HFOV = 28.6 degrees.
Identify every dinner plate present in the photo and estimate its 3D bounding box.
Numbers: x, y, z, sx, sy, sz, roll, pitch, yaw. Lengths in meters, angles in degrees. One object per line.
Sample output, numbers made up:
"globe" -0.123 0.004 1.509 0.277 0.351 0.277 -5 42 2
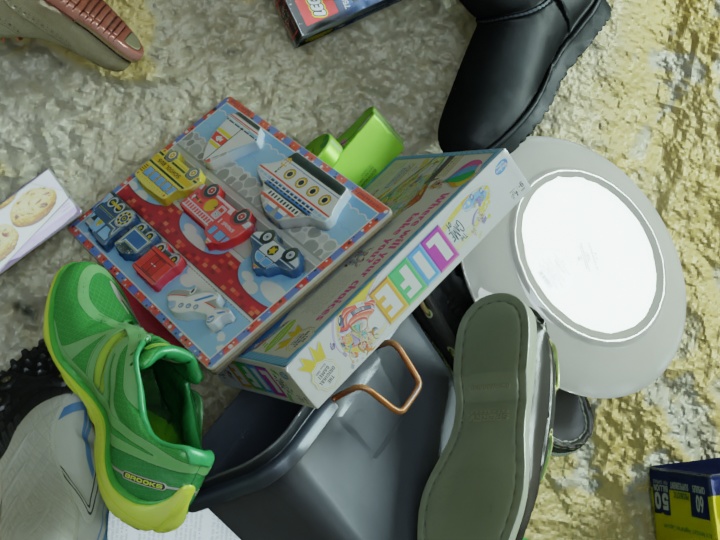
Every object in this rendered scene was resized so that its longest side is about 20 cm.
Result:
"dinner plate" 0.157 -0.008 0.998 0.199 0.024 0.201 12 63 -24

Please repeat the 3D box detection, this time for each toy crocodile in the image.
"toy crocodile" -0.039 -0.031 0.987 0.067 0.062 0.200 42 73 -24

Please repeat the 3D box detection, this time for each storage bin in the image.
"storage bin" -0.001 0.115 0.919 0.134 0.145 0.200 50 46 -13

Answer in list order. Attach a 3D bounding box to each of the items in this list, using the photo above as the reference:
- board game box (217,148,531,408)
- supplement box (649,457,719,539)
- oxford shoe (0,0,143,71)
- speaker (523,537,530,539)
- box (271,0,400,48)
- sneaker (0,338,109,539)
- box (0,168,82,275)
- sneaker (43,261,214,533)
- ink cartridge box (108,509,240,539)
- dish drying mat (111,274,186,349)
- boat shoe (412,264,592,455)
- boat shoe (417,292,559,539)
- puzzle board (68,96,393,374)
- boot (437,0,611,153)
"board game box" 0.000 0.000 0.898 0.200 0.134 0.034 -44 111 -20
"supplement box" 0.283 0.235 0.997 0.109 0.109 0.201 -5 86 -11
"oxford shoe" -0.245 -0.184 0.969 0.200 0.071 0.074 30 106 -7
"speaker" 0.092 0.212 0.912 0.088 0.200 0.089 -7 102 -33
"box" -0.028 -0.280 1.020 0.137 0.040 0.201 -25 90 -13
"sneaker" -0.195 0.125 0.897 0.072 0.073 0.200 -16 45 3
"box" -0.277 0.006 0.948 0.200 0.039 0.042 -38 98 -11
"sneaker" -0.135 0.066 0.873 0.084 0.074 0.200 -46 52 21
"ink cartridge box" -0.150 0.216 0.951 0.199 0.050 0.163 5 86 -8
"dish drying mat" -0.173 0.105 0.971 0.077 0.018 0.201 21 80 -12
"boat shoe" 0.094 0.053 0.995 0.072 0.061 0.201 -44 94 -12
"boat shoe" 0.087 0.118 0.887 0.061 0.071 0.202 35 62 -50
"puzzle board" -0.092 -0.033 0.927 0.151 0.200 0.017 -42 136 -11
"boot" 0.084 -0.188 0.985 0.198 0.073 0.163 -53 122 -19
